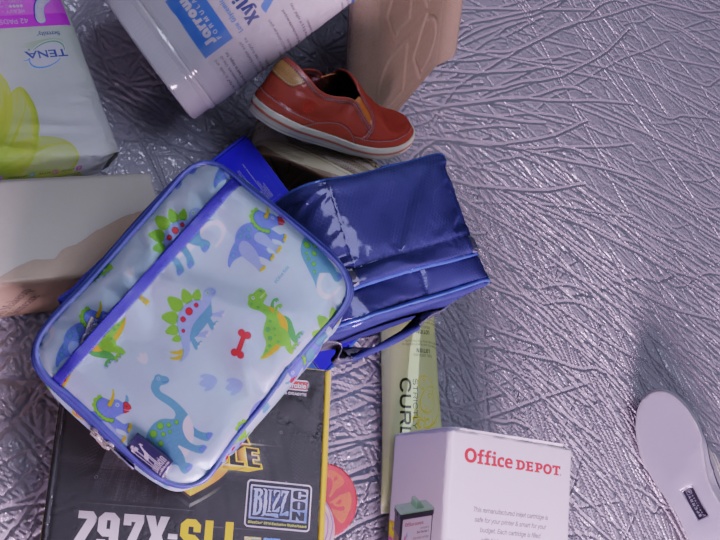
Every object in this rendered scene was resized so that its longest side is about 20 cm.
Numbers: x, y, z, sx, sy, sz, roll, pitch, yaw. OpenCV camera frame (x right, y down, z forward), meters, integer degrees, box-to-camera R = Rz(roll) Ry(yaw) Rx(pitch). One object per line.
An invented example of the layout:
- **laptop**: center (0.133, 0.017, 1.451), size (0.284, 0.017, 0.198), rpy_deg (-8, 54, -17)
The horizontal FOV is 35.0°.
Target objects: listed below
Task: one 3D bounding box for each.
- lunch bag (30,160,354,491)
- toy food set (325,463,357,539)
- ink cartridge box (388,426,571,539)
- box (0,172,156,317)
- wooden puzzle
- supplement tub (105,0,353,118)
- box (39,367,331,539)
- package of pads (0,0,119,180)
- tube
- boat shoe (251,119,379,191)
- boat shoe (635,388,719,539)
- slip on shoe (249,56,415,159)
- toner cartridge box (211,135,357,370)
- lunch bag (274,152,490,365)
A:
- **lunch bag**: center (-0.116, 0.037, 0.787), size (0.160, 0.082, 0.200), rpy_deg (42, 76, 2)
- **toy food set**: center (-0.092, 0.179, 0.898), size (0.197, 0.048, 0.202), rpy_deg (33, 54, -24)
- **ink cartridge box**: center (0.100, 0.244, 0.980), size (0.143, 0.084, 0.203), rpy_deg (14, 74, -33)
- **box**: center (-0.248, -0.015, 0.826), size (0.198, 0.095, 0.079), rpy_deg (-8, 77, -39)
- **wooden puzzle**: center (0.037, -0.245, 1.121), size (0.046, 0.187, 0.200), rpy_deg (25, 48, 21)
- **supplement tub**: center (-0.098, -0.236, 0.952), size (0.199, 0.132, 0.133), rpy_deg (-38, 98, -1)
- **box**: center (-0.124, 0.144, 0.828), size (0.197, 0.049, 0.162), rpy_deg (7, 70, -12)
- **package of pads**: center (-0.293, -0.127, 0.854), size (0.198, 0.068, 0.156), rpy_deg (-16, 82, -41)
- **tube**: center (0.047, 0.117, 1.037), size (0.057, 0.052, 0.203), rpy_deg (-3, 75, 7)
- **boat shoe**: center (-0.010, -0.090, 1.061), size (0.198, 0.071, 0.065), rpy_deg (25, 58, -27)
- **boat shoe**: center (0.359, 0.221, 1.237), size (0.202, 0.070, 0.070), rpy_deg (63, 21, 6)
- **slip on shoe**: center (-0.013, -0.145, 1.019), size (0.199, 0.062, 0.074), rpy_deg (7, 28, -50)
- **toner cartridge box**: center (-0.077, -0.008, 0.992), size (0.201, 0.043, 0.095), rpy_deg (53, 50, -8)
- **lunch bag**: center (0.000, 0.000, 0.930), size (0.198, 0.135, 0.134), rpy_deg (-17, 82, -38)
